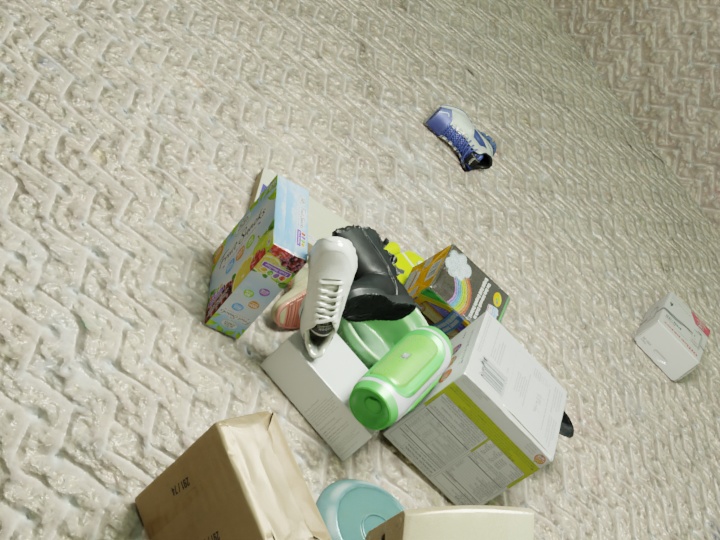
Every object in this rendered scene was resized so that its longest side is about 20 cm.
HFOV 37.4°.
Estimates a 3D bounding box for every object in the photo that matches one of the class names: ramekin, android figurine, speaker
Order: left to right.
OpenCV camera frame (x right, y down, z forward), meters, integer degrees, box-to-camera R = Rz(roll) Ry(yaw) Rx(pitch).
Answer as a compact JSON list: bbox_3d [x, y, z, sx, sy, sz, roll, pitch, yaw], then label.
[{"bbox_3d":[0.020,0.117,1.781,0.200,0.098,0.200,29,35,-23],"label":"ramekin"},{"bbox_3d":[0.064,0.161,1.624,0.088,0.088,0.200,47,41,4],"label":"speaker"},{"bbox_3d":[0.095,0.024,2.027,0.200,0.041,0.182,-17,66,-53],"label":"android figurine"}]

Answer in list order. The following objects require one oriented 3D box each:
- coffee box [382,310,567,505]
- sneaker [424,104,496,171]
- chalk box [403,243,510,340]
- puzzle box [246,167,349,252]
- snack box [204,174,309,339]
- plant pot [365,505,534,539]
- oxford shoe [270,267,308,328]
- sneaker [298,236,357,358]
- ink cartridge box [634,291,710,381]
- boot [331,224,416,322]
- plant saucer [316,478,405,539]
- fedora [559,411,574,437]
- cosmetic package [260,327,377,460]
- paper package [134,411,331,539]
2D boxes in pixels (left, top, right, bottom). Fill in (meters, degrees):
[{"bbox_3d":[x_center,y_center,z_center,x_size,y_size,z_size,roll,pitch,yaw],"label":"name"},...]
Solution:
[{"bbox_3d":[0.190,0.233,1.743,0.200,0.198,0.200,44,31,-7],"label":"coffee box"},{"bbox_3d":[0.250,-0.305,2.535,0.199,0.081,0.115,32,32,-22],"label":"sneaker"},{"bbox_3d":[0.179,0.076,1.928,0.200,0.124,0.125,43,49,-14],"label":"chalk box"},{"bbox_3d":[-0.111,-0.094,1.940,0.200,0.025,0.133,33,34,-18],"label":"puzzle box"},{"bbox_3d":[-0.158,-0.021,1.639,0.068,0.200,0.169,28,36,-24],"label":"snack box"},{"bbox_3d":[0.104,0.421,1.425,0.176,0.200,0.201,17,58,-17],"label":"plant pot"},{"bbox_3d":[-0.098,0.041,1.782,0.074,0.071,0.200,28,27,22],"label":"oxford shoe"},{"bbox_3d":[-0.047,0.038,1.561,0.076,0.201,0.081,7,41,-5],"label":"sneaker"},{"bbox_3d":[0.758,0.158,2.579,0.147,0.083,0.200,46,32,2],"label":"ink cartridge box"},{"bbox_3d":[0.000,-0.001,1.731,0.198,0.073,0.163,8,49,-54],"label":"boot"},{"bbox_3d":[0.021,0.387,1.544,0.200,0.027,0.201,29,36,-23],"label":"plant saucer"},{"bbox_3d":[0.290,0.248,1.923,0.200,0.092,0.201,41,11,-10],"label":"fedora"},{"bbox_3d":[-0.045,0.180,1.654,0.200,0.081,0.113,48,32,8],"label":"cosmetic package"},{"bbox_3d":[-0.156,0.299,1.279,0.103,0.200,0.191,2,52,-46],"label":"paper package"}]
